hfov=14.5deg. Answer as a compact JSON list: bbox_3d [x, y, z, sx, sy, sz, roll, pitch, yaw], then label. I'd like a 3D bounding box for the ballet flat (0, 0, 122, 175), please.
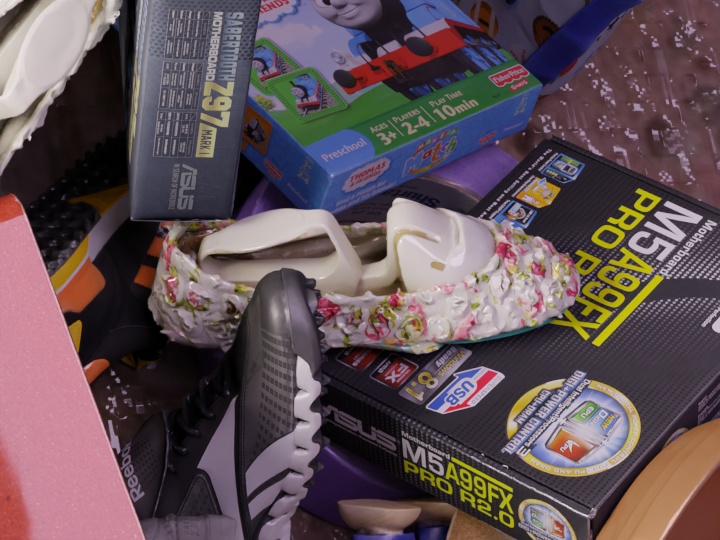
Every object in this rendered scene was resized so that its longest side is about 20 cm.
[{"bbox_3d":[-0.167,-0.069,1.199,0.072,0.072,0.200,36,88,-10],"label":"ballet flat"}]

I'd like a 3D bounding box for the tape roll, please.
[{"bbox_3d":[0.020,0.026,1.395,0.199,0.066,0.201,11,66,-25],"label":"tape roll"}]

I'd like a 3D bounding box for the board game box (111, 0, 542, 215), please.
[{"bbox_3d":[-0.031,-0.120,1.391,0.151,0.037,0.200,-26,59,-39],"label":"board game box"}]

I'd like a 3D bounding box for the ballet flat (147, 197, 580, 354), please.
[{"bbox_3d":[0.000,0.000,1.283,0.199,0.064,0.076,-6,41,2],"label":"ballet flat"}]

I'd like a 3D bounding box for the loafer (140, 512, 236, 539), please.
[{"bbox_3d":[-0.067,0.205,1.244,0.069,0.070,0.201,-11,101,-6],"label":"loafer"}]

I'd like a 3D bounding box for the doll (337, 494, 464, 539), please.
[{"bbox_3d":[0.027,0.206,1.301,0.136,0.048,0.201,0,92,-45],"label":"doll"}]

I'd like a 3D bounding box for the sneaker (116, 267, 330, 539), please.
[{"bbox_3d":[-0.066,0.083,1.265,0.090,0.201,0.067,4,39,-11],"label":"sneaker"}]

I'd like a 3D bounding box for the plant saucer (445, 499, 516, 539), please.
[{"bbox_3d":[0.101,0.170,1.335,0.200,0.035,0.201,1,89,-55],"label":"plant saucer"}]

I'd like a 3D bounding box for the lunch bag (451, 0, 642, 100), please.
[{"bbox_3d":[0.123,-0.199,1.476,0.123,0.170,0.201,24,62,-14],"label":"lunch bag"}]

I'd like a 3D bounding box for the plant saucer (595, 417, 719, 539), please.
[{"bbox_3d":[0.142,0.148,1.281,0.037,0.201,0.200,27,52,27],"label":"plant saucer"}]

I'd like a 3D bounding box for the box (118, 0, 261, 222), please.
[{"bbox_3d":[-0.076,-0.142,1.233,0.051,0.200,0.158,0,53,-8],"label":"box"}]

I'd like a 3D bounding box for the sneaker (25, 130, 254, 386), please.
[{"bbox_3d":[-0.109,-0.004,1.348,0.200,0.070,0.090,-43,124,-43],"label":"sneaker"}]

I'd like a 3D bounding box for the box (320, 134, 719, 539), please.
[{"bbox_3d":[0.097,0.034,1.316,0.160,0.044,0.200,26,52,29],"label":"box"}]

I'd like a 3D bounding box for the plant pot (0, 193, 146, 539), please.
[{"bbox_3d":[-0.207,0.111,1.175,0.176,0.200,0.201,-18,79,-21],"label":"plant pot"}]
